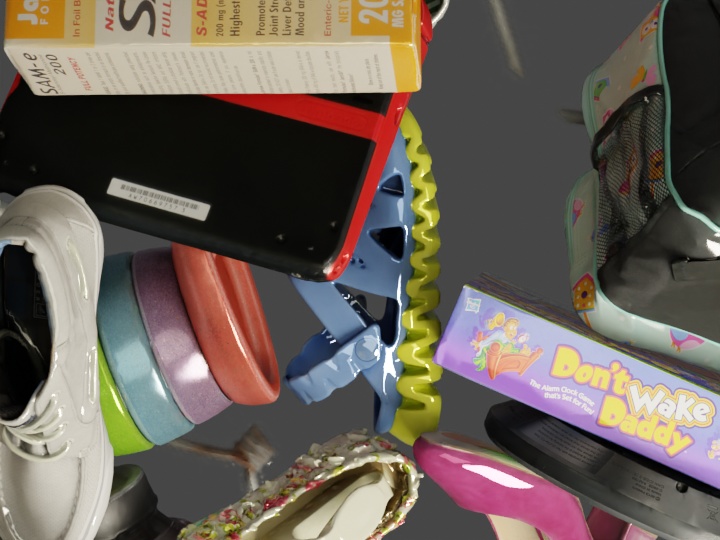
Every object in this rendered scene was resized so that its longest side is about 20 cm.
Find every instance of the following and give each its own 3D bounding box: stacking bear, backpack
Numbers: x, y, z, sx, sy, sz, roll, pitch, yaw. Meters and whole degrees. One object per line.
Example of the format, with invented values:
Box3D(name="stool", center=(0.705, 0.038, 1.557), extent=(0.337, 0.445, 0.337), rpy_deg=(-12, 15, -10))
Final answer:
Box3D(name="stacking bear", center=(-0.154, 0.049, 1.163), extent=(0.200, 0.121, 0.114), rpy_deg=(-19, 94, 5))
Box3D(name="backpack", center=(0.198, -0.047, 1.153), extent=(0.175, 0.153, 0.200), rpy_deg=(16, 55, -19))

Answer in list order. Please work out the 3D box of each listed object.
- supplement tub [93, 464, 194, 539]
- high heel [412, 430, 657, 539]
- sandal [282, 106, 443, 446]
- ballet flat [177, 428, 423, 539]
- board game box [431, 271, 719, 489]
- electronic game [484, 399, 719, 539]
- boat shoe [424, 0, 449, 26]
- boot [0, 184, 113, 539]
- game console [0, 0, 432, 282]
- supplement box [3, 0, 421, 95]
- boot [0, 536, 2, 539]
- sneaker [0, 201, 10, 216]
Box3D(name="supplement tub", center=(-0.113, 0.210, 1.191), extent=(0.107, 0.107, 0.200), rpy_deg=(-24, 101, -3))
Box3D(name="high heel", center=(0.084, 0.155, 1.202), extent=(0.200, 0.067, 0.096), rpy_deg=(30, 86, -46))
Box3D(name="sandal", center=(0.000, 0.000, 1.189), extent=(0.087, 0.079, 0.200), rpy_deg=(-1, 98, -4))
Box3D(name="ballet flat", center=(-0.045, 0.149, 1.139), extent=(0.200, 0.064, 0.076), rpy_deg=(-41, 111, -29))
Box3D(name="board game box", center=(0.143, 0.063, 1.161), extent=(0.200, 0.134, 0.045), rpy_deg=(23, 96, 5))
Box3D(name="electronic game", center=(0.159, 0.117, 1.164), extent=(0.200, 0.200, 0.042), rpy_deg=(22, 96, -11))
Box3D(name="boat shoe", center=(-0.043, -0.114, 1.167), extent=(0.200, 0.067, 0.074), rpy_deg=(-34, 102, -1))
Box3D(name="boot", center=(-0.165, 0.064, 1.065), extent=(0.073, 0.096, 0.200), rpy_deg=(3, 106, 8))
Box3D(name="game console", center=(-0.077, -0.095, 1.118), extent=(0.200, 0.031, 0.177), rpy_deg=(15, 73, 12))
Box3D(name="supplement box", center=(-0.069, -0.157, 1.075), extent=(0.200, 0.074, 0.126), rpy_deg=(-1, 76, 4))
Box3D(name="boot", center=(-0.278, 0.138, 1.127), extent=(0.146, 0.070, 0.200), rpy_deg=(-17, 143, 10))
Box3D(name="sneaker", center=(-0.270, 0.013, 1.135), extent=(0.087, 0.074, 0.200), rpy_deg=(46, 68, -10))
